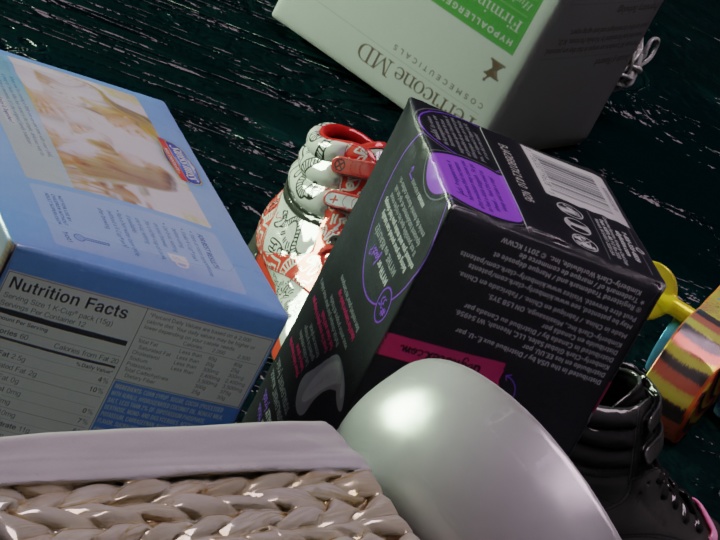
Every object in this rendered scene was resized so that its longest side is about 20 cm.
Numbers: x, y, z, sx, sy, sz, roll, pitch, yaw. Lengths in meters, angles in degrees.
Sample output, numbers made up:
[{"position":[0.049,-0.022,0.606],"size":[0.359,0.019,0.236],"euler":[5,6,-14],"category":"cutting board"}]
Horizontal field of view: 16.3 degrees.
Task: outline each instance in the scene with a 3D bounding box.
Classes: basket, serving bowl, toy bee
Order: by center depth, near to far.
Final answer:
[{"position":[-0.066,0.142,0.864],"size":[0.200,0.136,0.123],"euler":[0,37,-50],"category":"basket"},{"position":[0.038,0.137,0.972],"size":[0.066,0.200,0.200],"euler":[-24,47,-23],"category":"serving bowl"},{"position":[0.219,0.028,1.526],"size":[0.131,0.109,0.200],"euler":[24,21,-5],"category":"toy bee"}]

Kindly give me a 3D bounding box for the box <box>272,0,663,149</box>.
[{"position":[0.087,-0.206,1.818],"size":[0.199,0.171,0.200],"euler":[37,23,20],"category":"box"}]

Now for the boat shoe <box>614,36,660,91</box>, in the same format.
[{"position":[0.194,-0.175,1.986],"size":[0.068,0.074,0.199],"euler":[37,-6,-2],"category":"boat shoe"}]

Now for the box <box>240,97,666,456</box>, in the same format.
[{"position":[0.032,0.047,1.113],"size":[0.106,0.200,0.122],"euler":[21,22,-18],"category":"box"}]

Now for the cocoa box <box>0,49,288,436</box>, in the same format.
[{"position":[-0.139,0.006,1.091],"size":[0.133,0.131,0.200],"euler":[16,24,-30],"category":"cocoa box"}]

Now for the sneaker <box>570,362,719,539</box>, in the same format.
[{"position":[0.144,0.106,1.260],"size":[0.200,0.099,0.071],"euler":[20,20,-24],"category":"sneaker"}]

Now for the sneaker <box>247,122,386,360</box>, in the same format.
[{"position":[-0.001,-0.001,1.314],"size":[0.067,0.108,0.201],"euler":[17,24,-28],"category":"sneaker"}]
